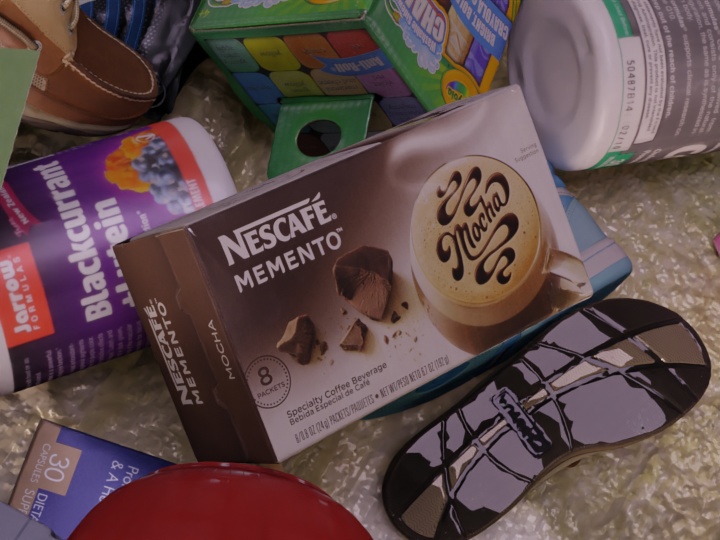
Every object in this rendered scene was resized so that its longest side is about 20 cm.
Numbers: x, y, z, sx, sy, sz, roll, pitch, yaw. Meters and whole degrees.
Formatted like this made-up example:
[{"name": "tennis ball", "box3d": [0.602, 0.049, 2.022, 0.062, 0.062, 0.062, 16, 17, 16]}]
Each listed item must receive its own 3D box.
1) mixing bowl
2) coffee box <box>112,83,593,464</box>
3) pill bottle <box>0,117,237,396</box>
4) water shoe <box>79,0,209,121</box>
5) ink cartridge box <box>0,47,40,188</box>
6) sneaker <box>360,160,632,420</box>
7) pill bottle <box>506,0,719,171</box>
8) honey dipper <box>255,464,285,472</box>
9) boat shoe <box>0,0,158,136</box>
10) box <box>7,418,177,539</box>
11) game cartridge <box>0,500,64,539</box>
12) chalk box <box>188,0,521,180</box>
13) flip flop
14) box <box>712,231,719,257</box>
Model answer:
[{"name": "mixing bowl", "box3d": [-0.062, 0.154, 0.720, 0.199, 0.200, 0.109, 9, 59, -8]}, {"name": "coffee box", "box3d": [0.000, 0.000, 0.768, 0.199, 0.080, 0.114, -24, 98, -32]}, {"name": "pill bottle", "box3d": [-0.164, 0.000, 0.834, 0.199, 0.112, 0.112, -19, 73, -19]}, {"name": "water shoe", "box3d": [-0.138, -0.119, 0.911, 0.200, 0.072, 0.079, -32, 79, -22]}, {"name": "ink cartridge box", "box3d": [-0.239, -0.057, 0.626, 0.199, 0.048, 0.146, 2, 51, 5]}, {"name": "sneaker", "box3d": [0.042, -0.006, 0.901, 0.199, 0.080, 0.131, -25, 76, -30]}, {"name": "pill bottle", "box3d": [0.197, -0.125, 0.958, 0.199, 0.113, 0.114, -9, 70, -23]}, {"name": "honey dipper", "box3d": [-0.052, 0.083, 0.800, 0.038, 0.038, 0.201, -26, 101, -21]}, {"name": "boat shoe", "box3d": [-0.173, -0.130, 0.796, 0.200, 0.074, 0.076, 24, 34, -45]}, {"name": "box", "box3d": [-0.090, 0.164, 0.825, 0.199, 0.032, 0.122, 19, 65, -5]}, {"name": "game cartridge", "box3d": [-0.239, 0.151, 0.776, 0.199, 0.041, 0.134, 26, 61, 15]}, {"name": "chalk box", "box3d": [-0.001, -0.139, 0.896, 0.124, 0.124, 0.201, 1, 58, 35]}, {"name": "flip flop", "box3d": [0.100, 0.084, 0.890, 0.200, 0.058, 0.081, -34, 82, -7]}, {"name": "box", "box3d": [0.327, -0.038, 0.906, 0.175, 0.200, 0.097, -16, 71, -19]}]
